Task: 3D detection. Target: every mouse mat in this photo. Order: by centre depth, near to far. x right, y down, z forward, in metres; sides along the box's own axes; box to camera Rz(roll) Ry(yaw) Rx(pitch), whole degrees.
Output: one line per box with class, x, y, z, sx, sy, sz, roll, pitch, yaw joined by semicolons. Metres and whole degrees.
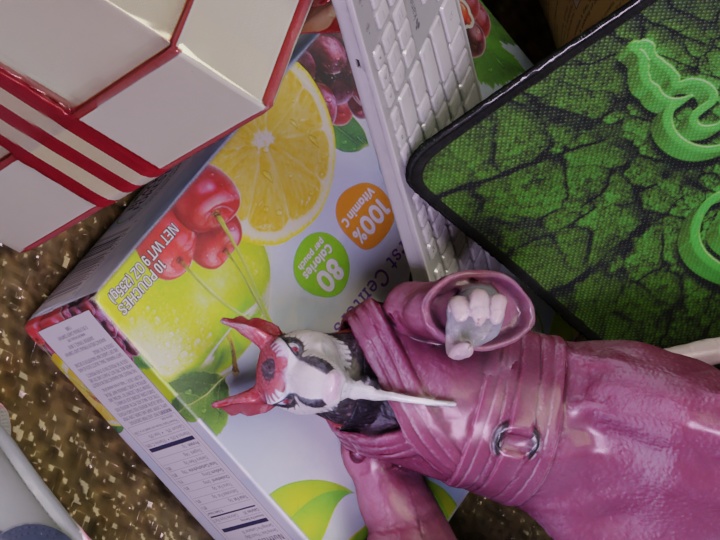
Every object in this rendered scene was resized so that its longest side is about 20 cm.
mouse mat;0.121;-0.034;0.836;0.200;0.160;0.008;37;24;-52

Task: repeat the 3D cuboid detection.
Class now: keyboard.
keyboard;0.022;-0.046;0.807;0.056;0.011;0.201;-60;154;-27

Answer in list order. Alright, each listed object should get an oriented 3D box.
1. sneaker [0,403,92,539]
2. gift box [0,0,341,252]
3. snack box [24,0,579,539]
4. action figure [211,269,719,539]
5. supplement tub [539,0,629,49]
sneaker;-0.147;0.047;0.780;0.200;0.070;0.082;52;33;-11
gift box;-0.086;-0.137;0.794;0.186;0.184;0.201;32;66;-22
snack box;0.000;0.000;0.897;0.142;0.053;0.200;49;54;-16
action figure;0.052;0.039;0.827;0.199;0.135;0.149;17;31;-8
supplement tub;0.134;-0.108;0.937;0.145;0.146;0.201;12;45;-33
